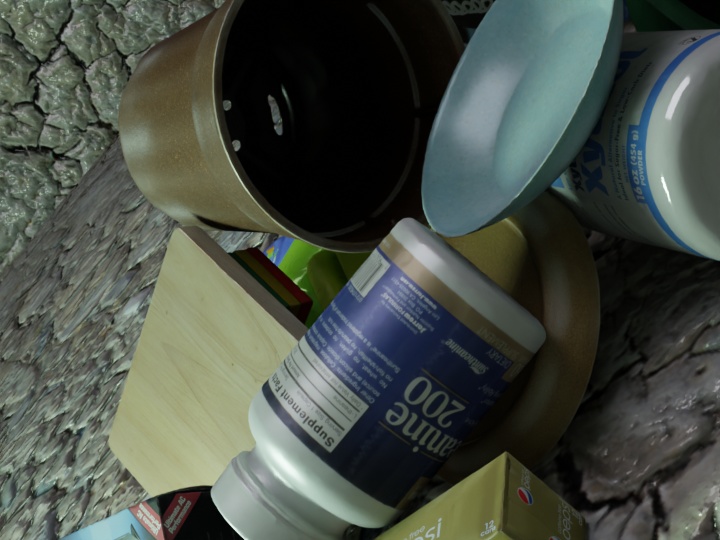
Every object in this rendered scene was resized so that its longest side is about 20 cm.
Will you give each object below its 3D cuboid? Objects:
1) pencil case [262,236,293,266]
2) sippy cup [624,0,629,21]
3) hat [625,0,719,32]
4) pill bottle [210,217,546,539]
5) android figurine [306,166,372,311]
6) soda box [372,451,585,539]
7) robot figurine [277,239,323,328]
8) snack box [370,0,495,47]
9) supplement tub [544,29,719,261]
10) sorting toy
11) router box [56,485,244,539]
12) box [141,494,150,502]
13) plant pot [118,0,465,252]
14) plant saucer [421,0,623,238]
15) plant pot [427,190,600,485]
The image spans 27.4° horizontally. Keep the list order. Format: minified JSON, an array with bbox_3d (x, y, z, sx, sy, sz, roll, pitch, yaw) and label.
[{"bbox_3d":[-0.076,0.022,1.372,0.200,0.078,0.087,-41,29,24],"label":"pencil case"},{"bbox_3d":[0.211,-0.288,1.255,0.178,0.139,0.131,94,-158,-81],"label":"sippy cup"},{"bbox_3d":[0.210,-0.153,1.032,0.166,0.200,0.176,62,141,25],"label":"hat"},{"bbox_3d":[0.006,0.078,0.861,0.200,0.111,0.111,-51,19,5],"label":"pill bottle"},{"bbox_3d":[0.043,-0.026,1.073,0.182,0.041,0.200,-31,60,8],"label":"android figurine"},{"bbox_3d":[0.032,0.188,0.831,0.200,0.068,0.064,-39,21,29],"label":"soda box"},{"bbox_3d":[0.000,0.000,1.183,0.200,0.116,0.175,-58,13,-24],"label":"robot figurine"},{"bbox_3d":[0.107,-0.153,1.103,0.116,0.200,0.037,-50,26,1],"label":"snack box"},{"bbox_3d":[0.190,-0.078,0.886,0.132,0.132,0.200,-52,19,-6],"label":"supplement tub"},{"bbox_3d":[-0.074,0.101,1.040,0.200,0.069,0.199,41,123,33],"label":"sorting toy"},{"bbox_3d":[-0.125,0.247,0.909,0.150,0.062,0.201,-29,67,43],"label":"router box"},{"bbox_3d":[-0.130,0.183,1.248,0.200,0.041,0.119,-49,19,-4],"label":"box"},{"bbox_3d":[-0.058,-0.108,1.018,0.198,0.200,0.201,-3,49,57],"label":"plant pot"},{"bbox_3d":[0.105,-0.106,0.885,0.201,0.039,0.201,-51,26,36],"label":"plant saucer"},{"bbox_3d":[0.072,0.038,0.944,0.200,0.027,0.201,-22,61,49],"label":"plant pot"}]
